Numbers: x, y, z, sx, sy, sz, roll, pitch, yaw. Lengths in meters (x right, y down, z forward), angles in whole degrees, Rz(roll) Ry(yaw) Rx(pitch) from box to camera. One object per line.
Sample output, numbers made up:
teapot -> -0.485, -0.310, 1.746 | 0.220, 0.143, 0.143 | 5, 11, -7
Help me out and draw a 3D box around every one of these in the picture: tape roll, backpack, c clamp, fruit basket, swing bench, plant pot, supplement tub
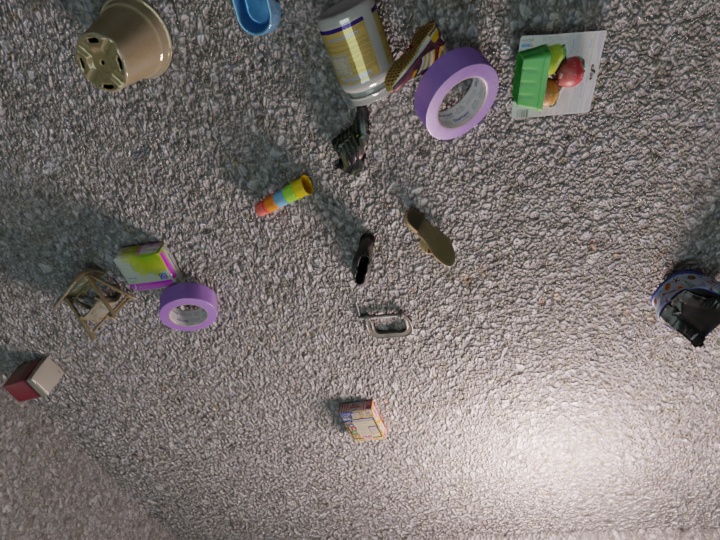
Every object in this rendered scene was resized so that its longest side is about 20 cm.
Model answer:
tape roll -> 0.224, -0.411, 1.245 | 0.194, 0.067, 0.203 | -22, 149, -14
backpack -> 0.938, 0.088, 1.512 | 0.184, 0.157, 0.204 | 16, 125, -13
c clamp -> 0.084, 0.177, 1.837 | 0.192, 0.028, 0.176 | -1, 128, 13
fruit basket -> 0.453, -0.455, 1.233 | 0.191, 0.095, 0.190 | -8, 129, -3
tape roll -> -0.603, 0.130, 1.864 | 0.192, 0.067, 0.203 | -8, 143, -6
swing bench -> -0.976, 0.111, 1.940 | 0.196, 0.131, 0.200 | -33, 111, 32
plant pot -> -0.590, -0.539, 1.298 | 0.192, 0.187, 0.206 | 6, 130, 7
supplement tub -> -0.002, -0.508, 1.229 | 0.140, 0.148, 0.204 | -11, 126, 20

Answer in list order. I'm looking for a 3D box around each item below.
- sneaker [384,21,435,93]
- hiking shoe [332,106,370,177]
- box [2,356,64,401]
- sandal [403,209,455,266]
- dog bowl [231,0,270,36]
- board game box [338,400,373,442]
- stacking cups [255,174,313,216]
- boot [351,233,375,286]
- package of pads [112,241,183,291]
sneaker -> 0.134, -0.466, 1.215 | 0.090, 0.203, 0.074 | 44, 165, -34
hiking shoe -> -0.028, -0.343, 1.411 | 0.096, 0.077, 0.205 | 9, 131, -1
box -> -1.426, 0.475, 2.318 | 0.193, 0.130, 0.111 | -16, 124, 22
sandal -> 0.197, -0.095, 1.586 | 0.211, 0.078, 0.069 | 45, 156, -15
dog bowl -> -0.253, -0.648, 1.231 | 0.107, 0.050, 0.205 | -1, 129, 12
board game box -> 0.011, 0.628, 2.201 | 0.146, 0.047, 0.204 | -10, 126, 18
stacking cups -> -0.231, -0.219, 1.572 | 0.195, 0.062, 0.061 | -19, 124, 30
boot -> 0.000, 0.000, 1.643 | 0.067, 0.134, 0.205 | 8, 130, 3
package of pads -> -0.731, -0.013, 1.825 | 0.192, 0.069, 0.158 | -7, 128, 16
